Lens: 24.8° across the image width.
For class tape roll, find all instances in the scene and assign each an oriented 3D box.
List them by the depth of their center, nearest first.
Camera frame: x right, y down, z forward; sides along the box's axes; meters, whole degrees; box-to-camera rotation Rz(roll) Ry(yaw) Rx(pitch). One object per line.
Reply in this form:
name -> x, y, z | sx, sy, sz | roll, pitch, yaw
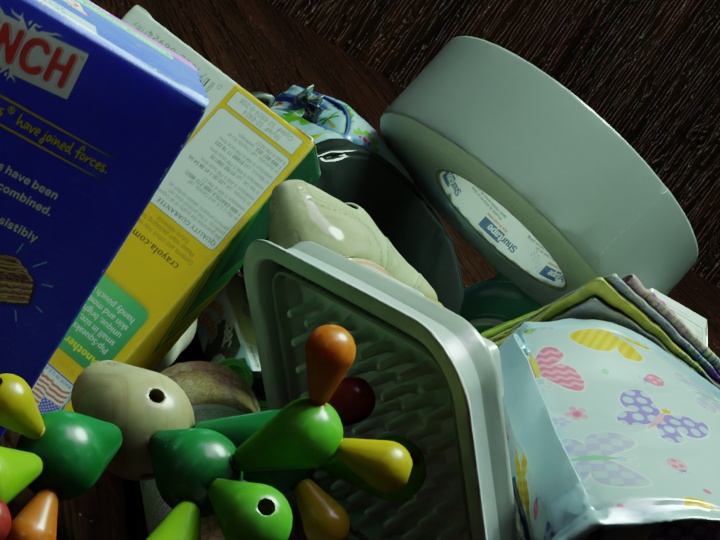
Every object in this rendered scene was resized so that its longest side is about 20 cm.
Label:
tape roll -> 0.105, -0.047, 0.986 | 0.200, 0.066, 0.200 | 43, -7, 7

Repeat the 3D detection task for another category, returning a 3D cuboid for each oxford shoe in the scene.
oxford shoe -> 0.000, 0.000, 0.877 | 0.200, 0.070, 0.074 | 47, 25, -74

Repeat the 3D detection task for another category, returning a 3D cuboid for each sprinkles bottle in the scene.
sprinkles bottle -> -0.064, 0.111, 0.739 | 0.068, 0.068, 0.200 | 30, 13, -22

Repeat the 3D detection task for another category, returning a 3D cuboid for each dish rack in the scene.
dish rack -> 0.018, 0.086, 0.738 | 0.043, 0.201, 0.171 | -23, 29, -27

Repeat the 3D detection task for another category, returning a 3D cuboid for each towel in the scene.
towel -> 0.134, 0.085, 0.852 | 0.200, 0.143, 0.023 | 42, 39, -26

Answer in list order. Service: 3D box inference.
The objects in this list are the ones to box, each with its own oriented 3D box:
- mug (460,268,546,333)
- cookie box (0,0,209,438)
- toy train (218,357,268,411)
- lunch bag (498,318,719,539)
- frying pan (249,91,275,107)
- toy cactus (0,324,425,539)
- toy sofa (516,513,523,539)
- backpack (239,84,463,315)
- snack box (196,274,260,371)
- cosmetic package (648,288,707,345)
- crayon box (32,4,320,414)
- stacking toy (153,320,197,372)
mug -> 0.102, 0.067, 1.116 | 0.114, 0.152, 0.186 | 13, 51, -60
cookie box -> -0.183, -0.034, 0.658 | 0.171, 0.201, 0.075 | 30, 13, -21
toy train -> 0.008, 0.077, 0.903 | 0.199, 0.057, 0.042 | 1, -10, -8
lunch bag -> 0.140, 0.124, 0.742 | 0.200, 0.127, 0.170 | 38, 15, -24
frying pan -> -0.153, -0.065, 1.000 | 0.189, 0.116, 0.031 | 7, 32, -10
toy cactus -> -0.077, 0.064, 0.646 | 0.199, 0.103, 0.165 | -10, 18, -27
toy sofa -> 0.090, 0.185, 0.837 | 0.200, 0.083, 0.098 | 38, 18, 14
backpack -> -0.032, -0.039, 1.053 | 0.199, 0.154, 0.163 | 6, -37, 52
snack box -> -0.041, 0.069, 1.034 | 0.116, 0.037, 0.200 | 30, 13, -22
cosmetic package -> 0.113, 0.092, 0.952 | 0.050, 0.200, 0.083 | 29, 48, -26
crayon box -> -0.131, -0.020, 0.838 | 0.126, 0.200, 0.052 | 38, -13, 13
stacking toy -> -0.180, -0.034, 0.936 | 0.199, 0.147, 0.146 | 15, 13, -1
